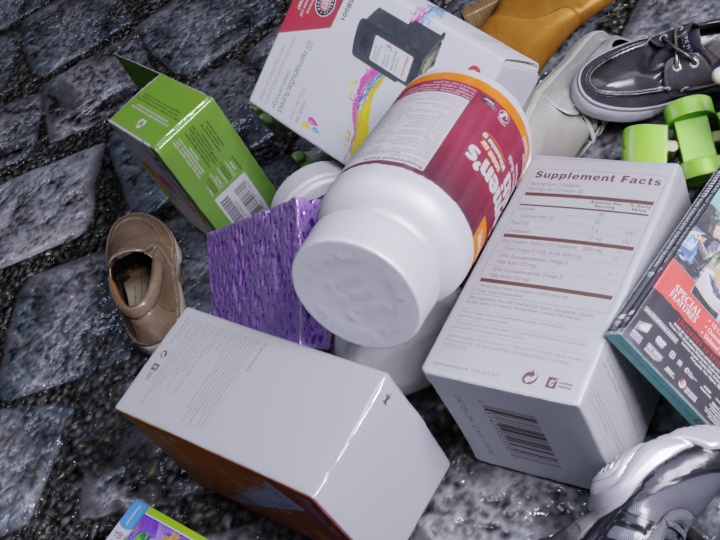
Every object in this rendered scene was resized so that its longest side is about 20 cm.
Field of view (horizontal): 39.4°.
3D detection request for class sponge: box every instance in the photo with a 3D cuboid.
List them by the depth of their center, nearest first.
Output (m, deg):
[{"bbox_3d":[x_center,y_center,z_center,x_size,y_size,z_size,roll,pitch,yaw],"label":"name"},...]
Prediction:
[{"bbox_3d":[-0.078,0.011,0.808,0.200,0.030,0.112,-12,79,61],"label":"sponge"}]

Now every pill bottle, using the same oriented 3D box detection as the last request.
[{"bbox_3d":[0.038,-0.046,0.691,0.109,0.110,0.200,2,40,31],"label":"pill bottle"},{"bbox_3d":[0.000,0.000,0.817,0.116,0.116,0.200,-31,43,0],"label":"pill bottle"}]

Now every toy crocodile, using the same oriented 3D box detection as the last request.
[{"bbox_3d":[0.305,-0.109,0.792,0.200,0.062,0.068,-13,77,16],"label":"toy crocodile"}]

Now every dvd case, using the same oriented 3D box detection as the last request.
[{"bbox_3d":[0.258,0.014,0.649,0.200,0.146,0.022,-51,14,-19],"label":"dvd case"}]

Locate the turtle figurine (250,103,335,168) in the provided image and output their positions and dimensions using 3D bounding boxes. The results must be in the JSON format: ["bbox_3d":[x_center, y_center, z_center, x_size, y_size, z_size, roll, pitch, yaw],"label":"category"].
[{"bbox_3d":[-0.004,-0.184,0.961,0.194,0.144,0.200,-41,27,3],"label":"turtle figurine"}]

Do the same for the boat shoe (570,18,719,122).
[{"bbox_3d":[0.274,-0.174,0.825,0.200,0.066,0.070,-8,70,0],"label":"boat shoe"}]

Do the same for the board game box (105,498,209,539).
[{"bbox_3d":[-0.166,0.276,0.705,0.134,0.045,0.200,15,59,38],"label":"board game box"}]

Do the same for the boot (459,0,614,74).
[{"bbox_3d":[0.182,-0.236,0.967,0.144,0.071,0.201,-23,39,9],"label":"boot"}]

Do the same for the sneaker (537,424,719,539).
[{"bbox_3d":[0.161,0.185,0.585,0.200,0.075,0.114,-39,44,5],"label":"sneaker"}]

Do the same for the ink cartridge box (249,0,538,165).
[{"bbox_3d":[0.026,-0.158,0.852,0.200,0.083,0.146,35,111,22],"label":"ink cartridge box"}]

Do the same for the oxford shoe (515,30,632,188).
[{"bbox_3d":[0.190,-0.140,0.873,0.058,0.075,0.200,11,52,39],"label":"oxford shoe"}]

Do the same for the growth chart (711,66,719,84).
[{"bbox_3d":[0.355,-0.146,0.744,0.200,0.018,0.145,-32,76,-16],"label":"growth chart"}]

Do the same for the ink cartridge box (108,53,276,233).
[{"bbox_3d":[-0.189,-0.122,1.013,0.076,0.148,0.200,-46,44,-14],"label":"ink cartridge box"}]

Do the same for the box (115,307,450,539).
[{"bbox_3d":[-0.057,0.119,0.730,0.200,0.124,0.098,14,60,38],"label":"box"}]

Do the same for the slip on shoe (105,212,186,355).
[{"bbox_3d":[-0.217,-0.003,0.981,0.076,0.061,0.200,-27,43,4],"label":"slip on shoe"}]

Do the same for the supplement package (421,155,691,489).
[{"bbox_3d":[0.150,0.032,0.702,0.117,0.117,0.200,8,55,37],"label":"supplement package"}]
